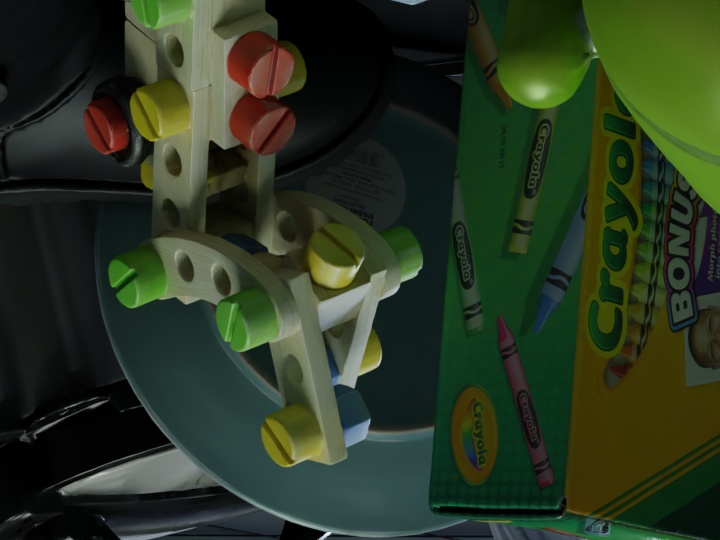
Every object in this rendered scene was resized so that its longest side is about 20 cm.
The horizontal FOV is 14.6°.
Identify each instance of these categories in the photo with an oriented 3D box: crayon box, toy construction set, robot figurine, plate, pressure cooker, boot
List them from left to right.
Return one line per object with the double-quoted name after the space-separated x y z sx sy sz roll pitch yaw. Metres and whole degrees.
-0.092 -0.081 0.955 0.199 0.077 0.168 -7 161 3 "boot"
-0.084 0.029 1.113 0.175 0.201 0.179 -18 165 3 "pressure cooker"
-0.025 -0.051 0.877 0.092 0.200 0.131 -7 -146 -41 "toy construction set"
0.000 0.000 1.047 0.200 0.201 0.026 8 156 -18 "plate"
0.088 -0.011 0.925 0.058 0.201 0.119 -4 167 42 "crayon box"
0.129 -0.073 0.806 0.175 0.116 0.200 -5 167 17 "robot figurine"

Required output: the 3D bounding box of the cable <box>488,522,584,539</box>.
0.108 0.072 1.244 0.069 0.201 0.200 -8 177 -21 "cable"
